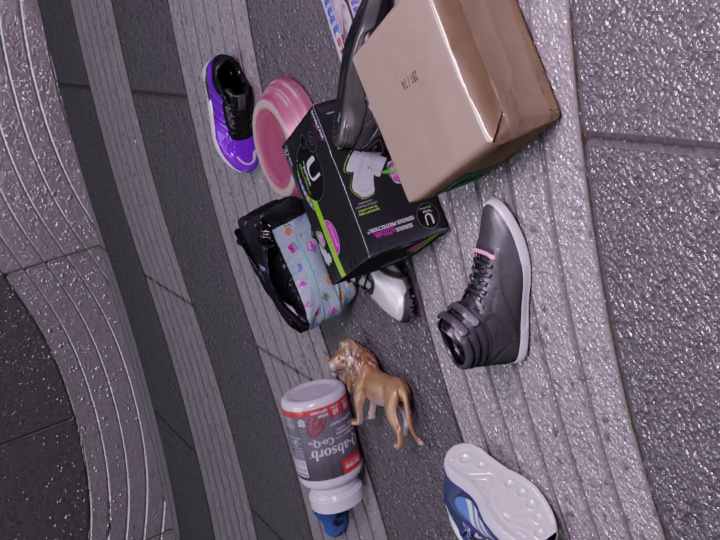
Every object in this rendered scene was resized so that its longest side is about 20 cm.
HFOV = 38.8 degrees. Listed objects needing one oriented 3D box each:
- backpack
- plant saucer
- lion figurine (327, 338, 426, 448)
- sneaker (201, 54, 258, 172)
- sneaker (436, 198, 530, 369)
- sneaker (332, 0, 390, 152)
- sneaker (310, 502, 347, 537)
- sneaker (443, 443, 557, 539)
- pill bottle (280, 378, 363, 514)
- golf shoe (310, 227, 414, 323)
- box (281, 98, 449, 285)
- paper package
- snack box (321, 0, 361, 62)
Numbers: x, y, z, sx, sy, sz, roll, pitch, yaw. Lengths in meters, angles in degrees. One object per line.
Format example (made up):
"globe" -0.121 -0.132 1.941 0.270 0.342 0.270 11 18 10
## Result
"backpack" -0.096 -0.009 1.566 0.203 0.125 0.167 64 167 -9
"plant saucer" -0.115 -0.195 1.589 0.200 0.050 0.204 44 143 46
"lion figurine" 0.031 0.181 1.533 0.198 0.072 0.125 15 108 45
"sneaker" -0.213 -0.267 1.721 0.099 0.069 0.204 -11 97 63
"sneaker" 0.135 0.025 1.156 0.070 0.098 0.204 31 132 57
"sneaker" 0.033 -0.238 1.237 0.076 0.112 0.204 153 125 -70
"sneaker" -0.065 0.431 1.880 0.066 0.077 0.202 50 149 34
"sneaker" 0.179 0.327 1.307 0.200 0.080 0.149 39 148 44
"pill bottle" -0.059 0.297 1.729 0.115 0.114 0.204 12 118 62
"golf shoe" 0.000 0.000 1.430 0.201 0.093 0.078 56 150 27
"box" 0.002 -0.107 1.315 0.204 0.122 0.148 69 156 7
"paper package" 0.096 -0.196 1.083 0.200 0.102 0.194 -33 77 64
"snack box" -0.019 -0.332 1.322 0.072 0.024 0.204 -19 89 65
